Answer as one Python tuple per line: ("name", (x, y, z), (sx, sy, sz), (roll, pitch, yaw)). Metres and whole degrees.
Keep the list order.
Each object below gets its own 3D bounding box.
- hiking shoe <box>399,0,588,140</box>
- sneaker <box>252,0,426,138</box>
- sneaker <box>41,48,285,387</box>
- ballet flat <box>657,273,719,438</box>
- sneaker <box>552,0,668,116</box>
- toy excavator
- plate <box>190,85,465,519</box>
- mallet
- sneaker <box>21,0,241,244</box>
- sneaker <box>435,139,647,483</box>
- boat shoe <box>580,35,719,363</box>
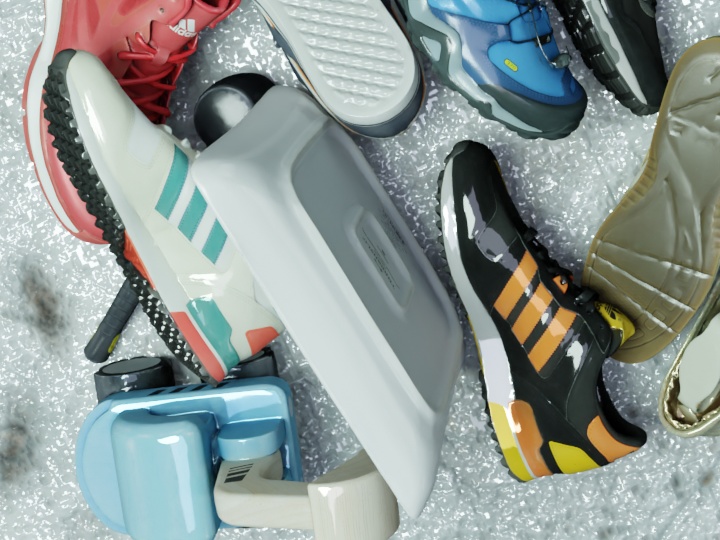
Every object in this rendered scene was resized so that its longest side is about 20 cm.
("hiking shoe", (0.062, -0.160, 0.735), (0.087, 0.074, 0.201), (-34, 92, 40))
("sneaker", (-0.025, -0.160, 0.794), (0.078, 0.079, 0.201), (-24, 75, 5))
("sneaker", (-0.094, -0.040, 0.768), (0.093, 0.070, 0.201), (-32, 113, -17))
("ballet flat", (0.221, 0.014, 0.776), (0.067, 0.062, 0.201), (40, 124, 35))
("sneaker", (0.139, -0.186, 0.774), (0.087, 0.076, 0.201), (-26, 97, 3))
("toy excavator", (-0.071, 0.112, 0.776), (0.193, 0.200, 0.101), (-6, 100, 6))
("plate", (0.000, 0.000, 0.743), (0.032, 0.200, 0.200), (-29, 101, 17))
("mallet", (-0.107, -0.031, 0.842), (0.041, 0.066, 0.201), (34, 116, 1))
("sneaker", (-0.123, -0.110, 0.779), (0.115, 0.078, 0.202), (9, 105, 46))
("sneaker", (0.106, 0.018, 0.803), (0.089, 0.070, 0.202), (-11, 101, 20))
("boat shoe", (0.184, -0.038, 0.792), (0.074, 0.066, 0.201), (34, 124, 21))
